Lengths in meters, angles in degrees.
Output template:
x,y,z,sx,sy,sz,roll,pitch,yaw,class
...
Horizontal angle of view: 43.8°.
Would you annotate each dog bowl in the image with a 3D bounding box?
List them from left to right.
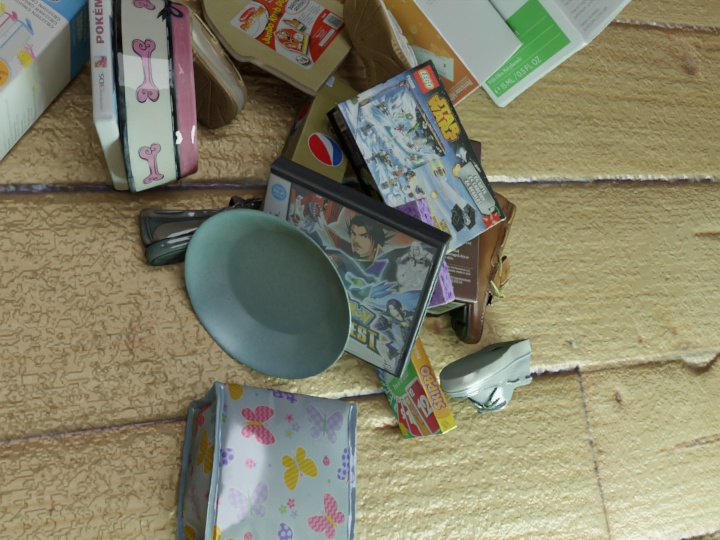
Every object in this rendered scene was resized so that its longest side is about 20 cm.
x,y,z,sx,sy,sz,roll,pitch,yaw,class
-0.207,-0.183,0.918,0.072,0.200,0.204,-3,78,-10,dog bowl

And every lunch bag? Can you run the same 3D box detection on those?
x,y,z,sx,sy,sz,roll,pitch,yaw,class
-0.098,0.233,0.918,0.167,0.127,0.204,11,63,-25,lunch bag

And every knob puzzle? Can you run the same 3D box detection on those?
x,y,z,sx,sy,sz,roll,pitch,yaw,class
-0.107,-0.298,1.077,0.215,0.031,0.223,13,50,-15,knob puzzle

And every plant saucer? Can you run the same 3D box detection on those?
x,y,z,sx,sy,sz,roll,pitch,yaw,class
-0.093,0.020,0.947,0.202,0.200,0.039,49,37,-6,plant saucer

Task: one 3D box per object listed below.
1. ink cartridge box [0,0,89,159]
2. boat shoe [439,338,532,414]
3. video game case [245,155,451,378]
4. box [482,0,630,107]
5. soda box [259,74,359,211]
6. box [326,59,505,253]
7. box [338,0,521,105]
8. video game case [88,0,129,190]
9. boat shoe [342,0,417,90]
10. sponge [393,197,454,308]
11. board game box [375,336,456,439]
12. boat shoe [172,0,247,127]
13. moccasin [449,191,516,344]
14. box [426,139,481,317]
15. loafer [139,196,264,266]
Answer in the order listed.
x,y,z,sx,sy,sz,roll,pitch,yaw,class
-0.376,-0.210,0.887,0.128,0.125,0.202,34,65,-6,ink cartridge box
0.158,0.131,1.062,0.200,0.069,0.073,-13,90,-58,boat shoe
-0.020,0.000,0.938,0.197,0.183,0.026,25,37,12,video game case
0.237,-0.368,1.181,0.172,0.199,0.200,49,63,-6,box
-0.051,-0.136,1.023,0.063,0.068,0.202,31,44,-15,soda box
0.064,-0.117,1.006,0.136,0.040,0.203,-29,96,-24,box
0.087,-0.314,1.140,0.201,0.124,0.097,49,63,-6,box
-0.253,-0.200,0.909,0.022,0.200,0.186,-3,78,-11,video game case
0.042,-0.240,1.084,0.069,0.070,0.204,-22,95,-64,boat shoe
0.000,0.000,0.981,0.030,0.197,0.114,-22,96,-57,sponge
0.041,0.094,1.033,0.030,0.095,0.203,-19,86,-27,board game box
-0.201,-0.258,1.024,0.202,0.073,0.069,56,29,-11,boat shoe
0.160,-0.002,1.132,0.076,0.074,0.204,20,60,-11,moccasin
0.093,-0.055,1.092,0.074,0.100,0.204,12,72,-22,box
-0.148,-0.059,0.998,0.197,0.072,0.064,-15,78,-25,loafer
